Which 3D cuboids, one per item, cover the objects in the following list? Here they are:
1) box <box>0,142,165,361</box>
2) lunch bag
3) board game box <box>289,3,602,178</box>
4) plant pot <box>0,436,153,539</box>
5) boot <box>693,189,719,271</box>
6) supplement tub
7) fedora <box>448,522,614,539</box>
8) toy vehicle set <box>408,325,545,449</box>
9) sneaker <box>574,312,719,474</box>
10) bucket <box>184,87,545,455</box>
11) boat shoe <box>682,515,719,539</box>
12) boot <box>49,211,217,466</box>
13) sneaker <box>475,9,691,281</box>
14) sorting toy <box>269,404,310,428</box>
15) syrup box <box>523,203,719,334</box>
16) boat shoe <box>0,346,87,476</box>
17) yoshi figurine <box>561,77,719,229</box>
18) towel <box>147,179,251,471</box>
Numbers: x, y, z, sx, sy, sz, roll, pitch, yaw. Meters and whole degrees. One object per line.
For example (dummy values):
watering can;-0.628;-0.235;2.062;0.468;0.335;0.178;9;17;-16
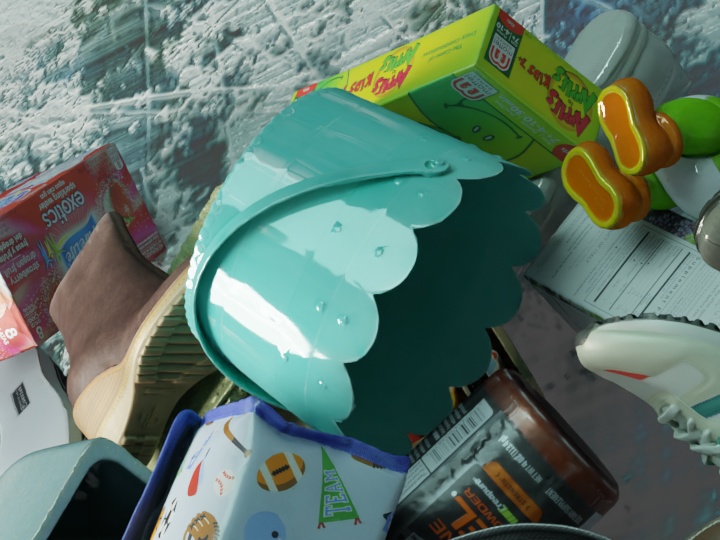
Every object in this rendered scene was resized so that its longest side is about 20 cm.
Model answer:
box;-0.242;-0.007;1.949;0.099;0.096;0.200;-21;11;30
lunch bag;-0.073;0.169;1.498;0.171;0.123;0.200;-68;13;-12
board game box;0.048;-0.092;1.668;0.199;0.101;0.048;-19;44;49
plant pot;-0.184;0.231;1.660;0.199;0.196;0.197;-1;54;58
boot;0.271;0.023;1.396;0.131;0.198;0.068;-77;2;-52
supplement tub;0.048;0.159;1.556;0.200;0.107;0.107;-44;36;4
fedora;0.082;0.214;1.373;0.198;0.090;0.178;1;77;11
toy vehicle set;0.023;0.043;1.716;0.124;0.027;0.200;-33;46;2
sneaker;0.203;0.088;1.419;0.070;0.198;0.094;126;161;-80
bucket;0.000;0.000;1.585;0.134;0.207;0.208;30;77;23
boat shoe;0.141;0.205;1.446;0.200;0.072;0.076;-46;36;1
boot;-0.145;0.015;1.751;0.201;0.072;0.167;-58;39;32
sneaker;0.141;-0.060;1.692;0.201;0.088;0.075;-56;28;-1
sorting toy;-0.065;0.086;1.801;0.186;0.036;0.200;-54;36;-11
syrup box;0.192;0.024;1.562;0.082;0.079;0.200;-51;36;-7
boat shoe;-0.218;0.123;1.895;0.074;0.068;0.199;-47;29;5
yoshi figurine;0.212;-0.094;1.572;0.199;0.113;0.112;-12;17;-31
towel;-0.101;0.050;1.772;0.201;0.036;0.149;-61;36;20
